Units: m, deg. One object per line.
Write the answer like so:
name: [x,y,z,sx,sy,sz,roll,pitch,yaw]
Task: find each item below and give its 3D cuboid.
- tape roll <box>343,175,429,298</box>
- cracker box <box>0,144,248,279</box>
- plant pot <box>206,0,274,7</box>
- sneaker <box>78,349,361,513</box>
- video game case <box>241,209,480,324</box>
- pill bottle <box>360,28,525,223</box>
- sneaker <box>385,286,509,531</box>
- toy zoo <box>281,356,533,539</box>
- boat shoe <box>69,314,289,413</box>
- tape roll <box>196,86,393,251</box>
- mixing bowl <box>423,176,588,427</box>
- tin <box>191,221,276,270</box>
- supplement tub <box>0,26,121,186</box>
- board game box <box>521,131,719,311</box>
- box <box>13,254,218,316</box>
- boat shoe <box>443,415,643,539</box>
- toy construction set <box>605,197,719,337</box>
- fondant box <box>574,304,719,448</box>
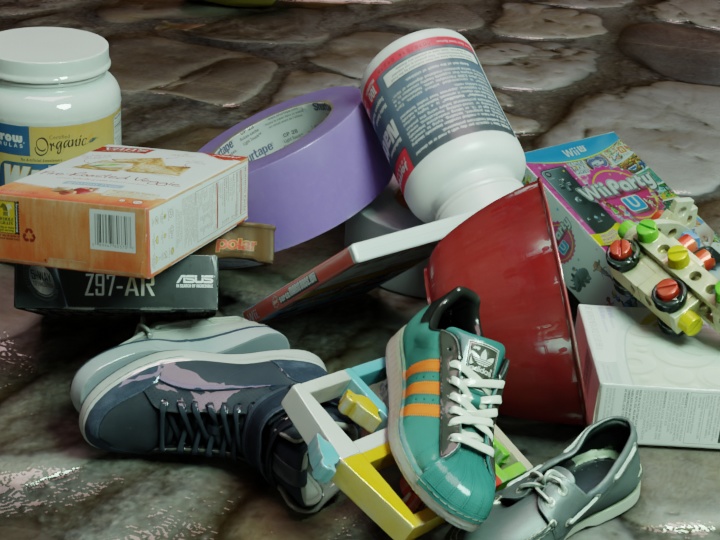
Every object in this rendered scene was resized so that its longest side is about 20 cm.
tape roll: [0.083,-0.043,1.443,0.197,0.067,0.201,3,25,-2]
cracker box: [-0.184,-0.051,1.138,0.132,0.058,0.200,6,16,16]
plant pot: [-0.178,-0.494,2.271,0.141,0.201,0.200,28,24,-6]
sneaker: [-0.097,0.120,1.059,0.200,0.078,0.146,-8,28,-18]
video game case: [0.000,0.000,1.254,0.142,0.018,0.199,-16,-8,-35]
pill bottle: [0.084,-0.111,1.330,0.118,0.120,0.202,-8,56,-23]
sneaker: [0.066,0.087,1.007,0.071,0.080,0.201,26,30,-25]
toy zoo: [0.028,0.121,1.025,0.131,0.021,0.199,47,30,19]
boat shoe: [-0.157,0.069,1.162,0.200,0.076,0.086,-15,30,-40]
tape roll: [-0.072,-0.099,1.429,0.198,0.086,0.200,-22,20,9]
mixing bowl: [0.112,0.034,1.157,0.107,0.202,0.201,-10,24,6]
tin: [-0.153,-0.021,1.306,0.111,0.042,0.199,7,-5,-30]
supplement tub: [-0.303,-0.121,1.400,0.143,0.202,0.145,2,25,-1]
board game box: [0.243,-0.034,1.361,0.146,0.065,0.200,-16,54,-38]
box: [-0.198,0.015,1.207,0.158,0.044,0.200,0,-3,-6]
boat shoe: [0.129,0.158,1.020,0.199,0.063,0.072,-20,35,-39]
toy construction set: [0.286,-0.007,1.210,0.130,0.093,0.200,-35,31,-8]
fondant box: [0.282,0.088,1.198,0.197,0.059,0.145,4,25,-1]
